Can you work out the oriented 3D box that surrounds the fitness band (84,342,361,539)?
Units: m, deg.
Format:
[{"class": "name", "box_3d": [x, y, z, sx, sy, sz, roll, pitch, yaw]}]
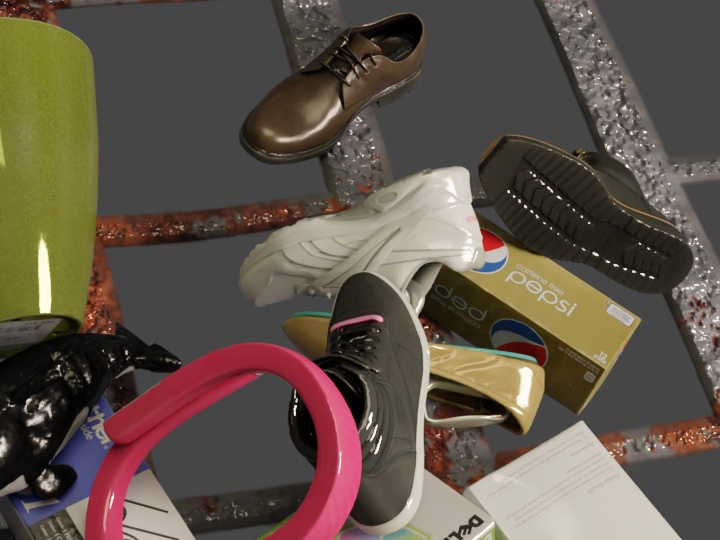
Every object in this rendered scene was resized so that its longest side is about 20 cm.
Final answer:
[{"class": "fitness band", "box_3d": [-0.089, 0.131, 0.943, 0.200, 0.037, 0.144, -33, 63, 19]}]

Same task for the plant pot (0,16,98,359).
[{"class": "plant pot", "box_3d": [-0.263, -0.045, 1.087, 0.187, 0.187, 0.200, -9, 72, -19]}]

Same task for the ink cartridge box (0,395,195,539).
[{"class": "ink cartridge box", "box_3d": [-0.177, 0.168, 1.023, 0.094, 0.044, 0.200, -24, 64, -29]}]

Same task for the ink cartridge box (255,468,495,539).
[{"class": "ink cartridge box", "box_3d": [0.038, 0.221, 0.976, 0.148, 0.076, 0.200, -33, 45, -30]}]

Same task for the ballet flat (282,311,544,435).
[{"class": "ballet flat", "box_3d": [0.038, 0.078, 1.126, 0.200, 0.069, 0.063, 11, 68, -4]}]

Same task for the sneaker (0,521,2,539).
[{"class": "sneaker", "box_3d": [-0.276, 0.170, 0.989, 0.078, 0.070, 0.200, -25, 70, -32]}]

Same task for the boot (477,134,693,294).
[{"class": "boot", "box_3d": [0.160, -0.069, 1.212, 0.200, 0.077, 0.138, 33, 23, -29]}]

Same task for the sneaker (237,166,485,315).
[{"class": "sneaker", "box_3d": [0.000, 0.000, 1.122, 0.078, 0.200, 0.099, -9, 78, -63]}]

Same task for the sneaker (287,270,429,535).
[{"class": "sneaker", "box_3d": [-0.002, 0.062, 1.002, 0.071, 0.099, 0.200, -16, 50, 16]}]

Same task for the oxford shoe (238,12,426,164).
[{"class": "oxford shoe", "box_3d": [-0.022, -0.158, 1.267, 0.073, 0.084, 0.200, 41, 58, 14]}]

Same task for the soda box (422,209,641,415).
[{"class": "soda box", "box_3d": [0.107, 0.019, 1.178, 0.200, 0.068, 0.064, 34, 52, 12]}]

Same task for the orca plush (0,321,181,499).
[{"class": "orca plush", "box_3d": [-0.194, 0.084, 0.994, 0.200, 0.071, 0.105, -18, 76, -41]}]

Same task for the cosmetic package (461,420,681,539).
[{"class": "cosmetic package", "box_3d": [0.163, 0.216, 1.046, 0.113, 0.081, 0.200, -24, 65, -26]}]
